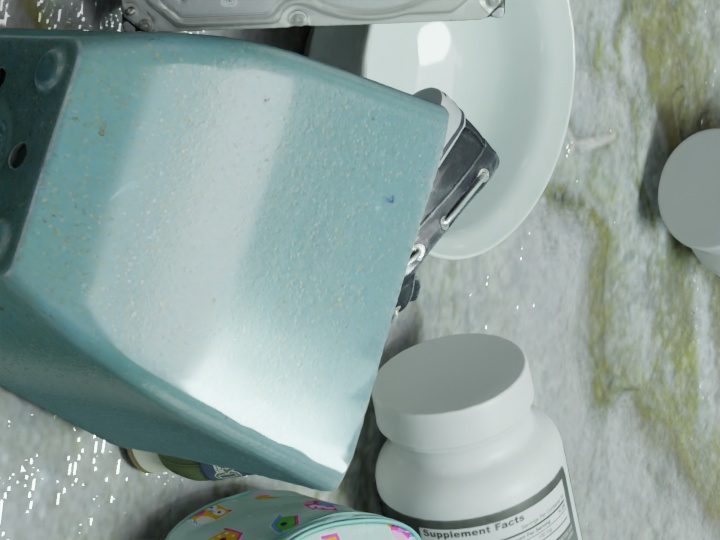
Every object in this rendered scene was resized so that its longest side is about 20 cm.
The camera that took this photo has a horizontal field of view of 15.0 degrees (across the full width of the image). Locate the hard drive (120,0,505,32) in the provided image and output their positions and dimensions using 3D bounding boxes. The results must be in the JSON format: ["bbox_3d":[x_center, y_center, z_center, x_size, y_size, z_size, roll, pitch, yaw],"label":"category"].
[{"bbox_3d":[-0.026,-0.190,1.374,0.038,0.198,0.140,-91,180,-57],"label":"hard drive"}]

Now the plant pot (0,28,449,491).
[{"bbox_3d":[-0.112,-0.026,1.322,0.199,0.195,0.198,24,79,-40],"label":"plant pot"}]

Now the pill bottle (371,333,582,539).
[{"bbox_3d":[0.072,0.147,1.637,0.116,0.115,0.201,-37,125,-41],"label":"pill bottle"}]

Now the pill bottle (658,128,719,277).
[{"bbox_3d":[0.289,-0.039,1.871,0.199,0.111,0.112,14,86,-52],"label":"pill bottle"}]

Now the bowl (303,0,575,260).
[{"bbox_3d":[0.031,-0.112,1.549,0.200,0.090,0.203,-14,108,-48],"label":"bowl"}]

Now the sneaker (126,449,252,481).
[{"bbox_3d":[-0.042,0.034,1.489,0.201,0.089,0.067,-59,136,-25],"label":"sneaker"}]

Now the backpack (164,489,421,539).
[{"bbox_3d":[-0.034,0.224,1.498,0.175,0.153,0.202,-5,95,-45],"label":"backpack"}]

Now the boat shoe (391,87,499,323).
[{"bbox_3d":[0.000,0.000,1.429,0.068,0.072,0.200,44,73,-23],"label":"boat shoe"}]
